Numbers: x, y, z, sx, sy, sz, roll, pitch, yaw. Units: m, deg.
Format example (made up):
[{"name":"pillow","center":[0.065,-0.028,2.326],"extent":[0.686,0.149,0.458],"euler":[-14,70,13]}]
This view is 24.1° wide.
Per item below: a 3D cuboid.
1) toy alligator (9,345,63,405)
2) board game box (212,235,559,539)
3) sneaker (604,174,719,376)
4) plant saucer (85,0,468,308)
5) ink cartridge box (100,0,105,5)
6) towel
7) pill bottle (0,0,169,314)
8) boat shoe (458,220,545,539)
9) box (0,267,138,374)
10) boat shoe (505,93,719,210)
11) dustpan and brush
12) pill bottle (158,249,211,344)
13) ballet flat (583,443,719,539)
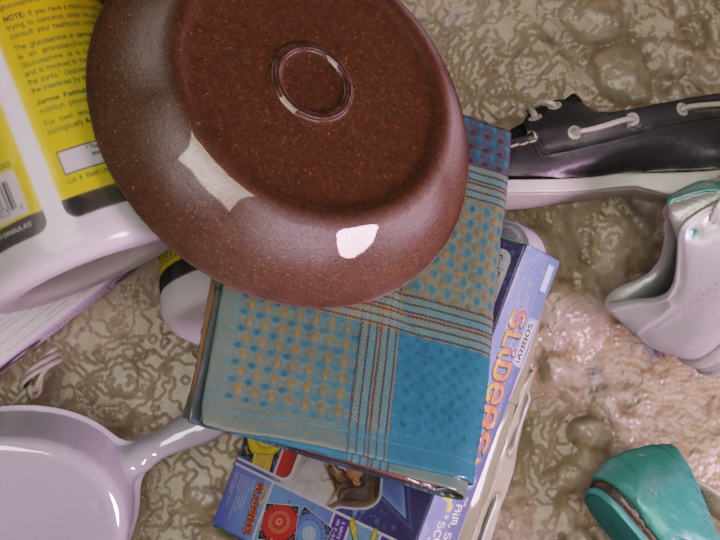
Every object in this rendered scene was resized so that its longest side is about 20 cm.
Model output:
[{"name":"toy alligator","center":[-0.220,0.129,0.915],"extent":[0.200,0.059,0.054],"euler":[-44,88,-2]},{"name":"board game box","center":[0.011,0.067,0.892],"extent":[0.135,0.034,0.201],"euler":[20,88,39]},{"name":"sneaker","center":[0.203,-0.031,0.871],"extent":[0.088,0.075,0.200],"euler":[24,120,-16]},{"name":"plant saucer","center":[-0.029,-0.081,0.793],"extent":[0.200,0.037,0.201],"euler":[12,63,-24]},{"name":"ink cartridge box","center":[-0.157,-0.161,0.901],"extent":[0.145,0.048,0.200],"euler":[30,86,38]},{"name":"towel","center":[0.000,0.000,0.811],"extent":[0.146,0.022,0.201],"euler":[18,63,-19]},{"name":"pill bottle","center":[-0.168,-0.089,0.807],"extent":[0.112,0.112,0.201],"euler":[-22,85,-1]},{"name":"boat shoe","center":[0.059,0.073,0.921],"extent":[0.072,0.062,0.201],"euler":[18,87,46]},{"name":"box","center":[-0.209,0.039,0.930],"extent":[0.200,0.039,0.041],"euler":[-39,89,-2]},{"name":"boat shoe","center":[0.120,-0.067,0.918],"extent":[0.199,0.074,0.061],"euler":[-3,87,-3]},{"name":"dustpan and brush","center":[-0.145,0.116,0.890],"extent":[0.199,0.057,0.140],"euler":[-24,107,-4]},{"name":"pill bottle","center":[-0.054,-0.067,0.888],"extent":[0.111,0.111,0.201],"euler":[-5,71,0]},{"name":"ballet flat","center":[0.201,0.179,0.912],"extent":[0.070,0.067,0.200],"euler":[-33,90,-16]}]
